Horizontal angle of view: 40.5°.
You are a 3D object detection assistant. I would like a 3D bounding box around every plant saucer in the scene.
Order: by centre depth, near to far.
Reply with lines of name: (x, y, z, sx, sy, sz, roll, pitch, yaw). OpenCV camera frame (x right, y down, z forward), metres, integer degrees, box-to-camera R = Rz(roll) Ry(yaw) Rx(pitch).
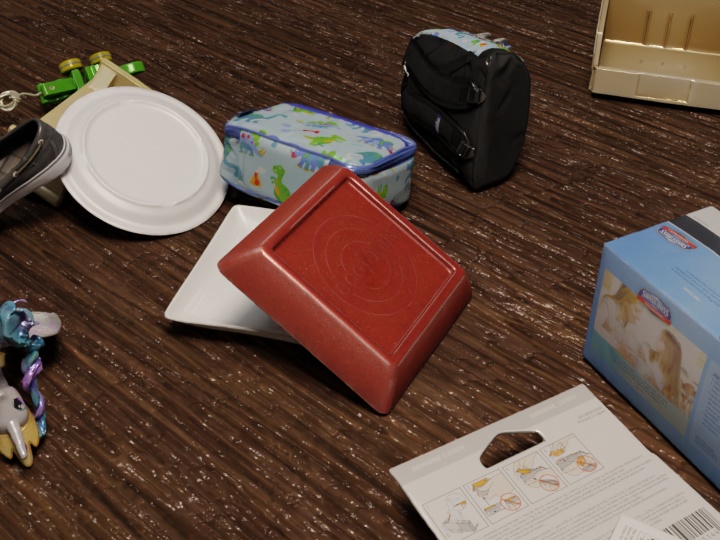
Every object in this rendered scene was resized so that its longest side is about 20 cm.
plant saucer: (0.000, 0.000, 0.901, 0.199, 0.037, 0.200, 40, 45, 3)

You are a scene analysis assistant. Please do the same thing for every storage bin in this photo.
storage bin: (0.425, -0.311, 1.352, 0.197, 0.095, 0.199, 10, 38, 12)

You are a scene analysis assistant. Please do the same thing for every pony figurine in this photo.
pony figurine: (-0.330, 0.050, 0.807, 0.165, 0.203, 0.192, -27, 29, -23)

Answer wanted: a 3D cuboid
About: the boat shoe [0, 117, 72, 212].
boat shoe: (-0.393, -0.089, 1.004, 0.198, 0.066, 0.070, -31, 59, 1)

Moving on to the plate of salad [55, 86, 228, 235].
plate of salad: (-0.245, -0.121, 1.093, 0.197, 0.048, 0.203, 14, 55, -20)

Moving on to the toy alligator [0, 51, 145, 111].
toy alligator: (-0.380, -0.238, 1.279, 0.198, 0.060, 0.054, -22, 0, -25)

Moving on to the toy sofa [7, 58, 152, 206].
toy sofa: (-0.333, -0.156, 1.157, 0.082, 0.098, 0.201, 32, 41, 0)

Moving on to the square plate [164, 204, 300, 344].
square plate: (-0.067, 0.009, 0.972, 0.195, 0.029, 0.201, 10, 38, 10)

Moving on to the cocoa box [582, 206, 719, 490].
cocoa box: (0.303, 0.063, 0.818, 0.130, 0.135, 0.200, -17, 40, -22)

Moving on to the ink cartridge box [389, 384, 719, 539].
ink cartridge box: (0.146, 0.186, 0.726, 0.198, 0.045, 0.176, -18, 42, -24)

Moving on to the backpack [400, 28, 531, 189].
backpack: (0.123, -0.214, 1.182, 0.152, 0.166, 0.199, -16, 32, -35)

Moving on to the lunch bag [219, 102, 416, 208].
lunch bag: (-0.046, -0.125, 1.089, 0.198, 0.084, 0.160, 21, 26, 26)

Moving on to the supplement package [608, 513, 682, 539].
supplement package: (0.199, 0.270, 0.524, 0.198, 0.154, 0.151, 20, 40, 24)
